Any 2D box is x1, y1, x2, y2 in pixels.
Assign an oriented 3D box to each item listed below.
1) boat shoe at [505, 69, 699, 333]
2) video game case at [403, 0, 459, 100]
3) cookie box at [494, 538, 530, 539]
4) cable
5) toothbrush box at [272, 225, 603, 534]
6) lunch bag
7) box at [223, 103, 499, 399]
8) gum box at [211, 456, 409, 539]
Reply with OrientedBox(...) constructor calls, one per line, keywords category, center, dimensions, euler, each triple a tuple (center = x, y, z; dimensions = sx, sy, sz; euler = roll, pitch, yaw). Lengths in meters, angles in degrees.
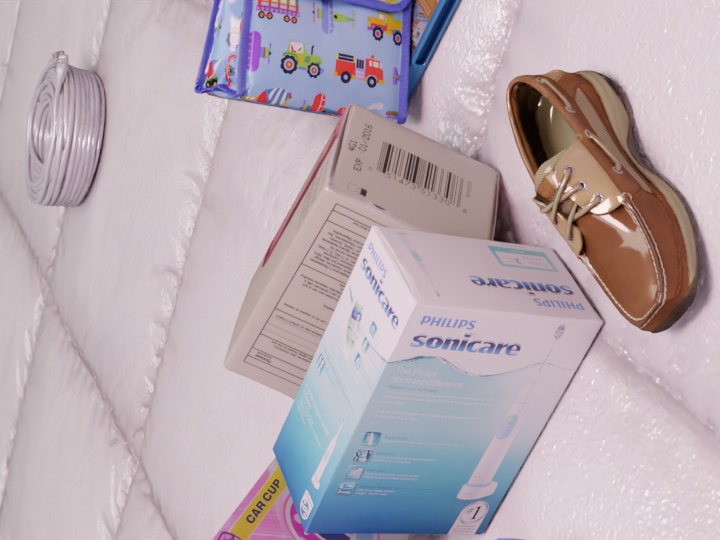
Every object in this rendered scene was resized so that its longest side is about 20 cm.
OrientedBox(category="boat shoe", center=(0.139, -0.047, 0.859), dimensions=(0.076, 0.074, 0.200), euler=(-59, 37, 38))
OrientedBox(category="video game case", center=(0.045, -0.248, 1.135), dimensions=(0.200, 0.018, 0.143), euler=(-62, 36, 35))
OrientedBox(category="cookie box", center=(0.081, 0.287, 0.898), dimensions=(0.200, 0.075, 0.172), euler=(-46, 44, 50))
OrientedBox(category="cable", center=(-0.414, -0.186, 1.925), dimensions=(0.200, 0.069, 0.201), euler=(-22, 66, 60))
OrientedBox(category="toothbrush box", center=(0.047, 0.079, 0.931), dimensions=(0.200, 0.146, 0.085), euler=(-66, 33, 31))
OrientedBox(category="lunch bag", center=(-0.034, -0.227, 1.100), dimensions=(0.094, 0.150, 0.201), euler=(17, 100, 61))
OrientedBox(category="box", center=(0.000, 0.000, 1.025), dimensions=(0.200, 0.128, 0.109), euler=(-57, 14, 40))
OrientedBox(category="gum box", center=(-0.034, 0.196, 0.999), dimensions=(0.066, 0.113, 0.200), euler=(-62, -7, 33))
